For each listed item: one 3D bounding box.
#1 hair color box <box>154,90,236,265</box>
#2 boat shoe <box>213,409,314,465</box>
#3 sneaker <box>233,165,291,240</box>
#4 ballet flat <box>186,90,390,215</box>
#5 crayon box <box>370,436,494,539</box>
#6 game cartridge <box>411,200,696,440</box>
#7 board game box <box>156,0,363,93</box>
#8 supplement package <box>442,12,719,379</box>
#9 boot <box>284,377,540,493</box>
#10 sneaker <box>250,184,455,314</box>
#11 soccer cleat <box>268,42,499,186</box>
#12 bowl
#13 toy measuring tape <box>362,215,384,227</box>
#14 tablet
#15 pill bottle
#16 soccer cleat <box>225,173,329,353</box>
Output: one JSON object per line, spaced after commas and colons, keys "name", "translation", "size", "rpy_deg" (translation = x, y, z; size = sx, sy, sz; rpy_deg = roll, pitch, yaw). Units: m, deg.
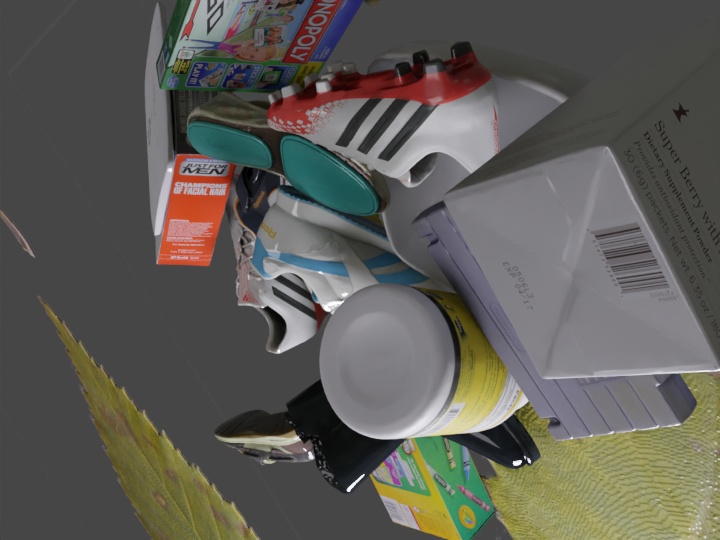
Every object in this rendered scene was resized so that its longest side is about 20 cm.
{"name": "hair color box", "translation": [-0.174, -0.102, 0.967], "size": [0.200, 0.063, 0.112], "rpy_deg": [117, 149, -56]}
{"name": "boat shoe", "translation": [-0.130, 0.232, 1.270], "size": [0.200, 0.072, 0.066], "rpy_deg": [-12, 107, 50]}
{"name": "sneaker", "translation": [-0.080, -0.086, 0.882], "size": [0.079, 0.079, 0.201], "rpy_deg": [17, 139, 10]}
{"name": "ballet flat", "translation": [-0.052, -0.105, 0.755], "size": [0.199, 0.062, 0.068], "rpy_deg": [23, 144, 23]}
{"name": "crayon box", "translation": [0.053, 0.191, 1.014], "size": [0.118, 0.058, 0.201], "rpy_deg": [1, 122, 51]}
{"name": "game cartridge", "translation": [0.132, 0.025, 0.648], "size": [0.129, 0.038, 0.201], "rpy_deg": [-25, 101, 52]}
{"name": "board game box", "translation": [-0.073, -0.204, 0.728], "size": [0.200, 0.134, 0.029], "rpy_deg": [134, 129, -58]}
{"name": "supplement package", "translation": [0.168, -0.049, 0.508], "size": [0.119, 0.200, 0.122], "rpy_deg": [-14, 111, 56]}
{"name": "boot", "translation": [0.044, 0.152, 0.877], "size": [0.200, 0.168, 0.076], "rpy_deg": [46, 174, 15]}
{"name": "sneaker", "translation": [0.000, 0.000, 0.811], "size": [0.199, 0.081, 0.077], "rpy_deg": [25, -171, -22]}
{"name": "soccer cleat", "translation": [0.010, -0.097, 0.636], "size": [0.199, 0.069, 0.086], "rpy_deg": [2, 118, 45]}
{"name": "bowl", "translation": [0.105, -0.072, 0.683], "size": [0.199, 0.075, 0.201], "rpy_deg": [25, 139, 37]}
{"name": "toy measuring tape", "translation": [-0.004, 0.006, 0.898], "size": [0.073, 0.073, 0.201], "rpy_deg": [21, 136, 39]}
{"name": "tablet", "translation": [-0.204, -0.151, 0.940], "size": [0.130, 0.014, 0.201], "rpy_deg": [121, 146, -57]}
{"name": "pill bottle", "translation": [0.066, 0.073, 0.748], "size": [0.112, 0.199, 0.113], "rpy_deg": [-5, 81, 34]}
{"name": "soccer cleat", "translation": [-0.106, -0.006, 0.997], "size": [0.068, 0.085, 0.201], "rpy_deg": [0, 121, 51]}
